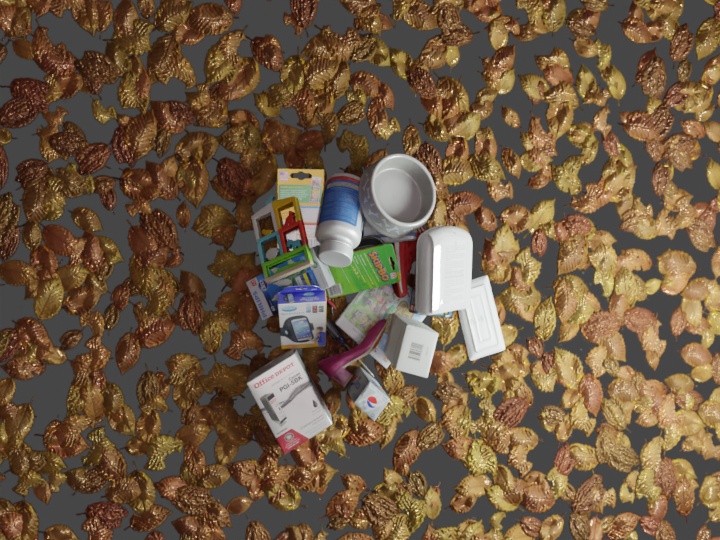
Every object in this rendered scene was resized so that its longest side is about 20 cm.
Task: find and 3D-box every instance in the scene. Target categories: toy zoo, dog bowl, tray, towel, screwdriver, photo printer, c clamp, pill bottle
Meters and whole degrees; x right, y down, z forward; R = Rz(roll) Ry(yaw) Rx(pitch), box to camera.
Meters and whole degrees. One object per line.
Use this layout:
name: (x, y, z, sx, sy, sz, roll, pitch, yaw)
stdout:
toy zoo: (-0.192, -0.088, 1.394, 0.128, 0.020, 0.207, -20, 74, 18)
dog bowl: (0.093, -0.184, 1.387, 0.193, 0.058, 0.208, 5, 76, -21)
tray: (0.315, 0.126, 1.535, 0.104, 0.022, 0.207, -15, 93, -5)
towel: (0.071, -0.167, 1.454, 0.142, 0.024, 0.208, -3, 77, 17)
screwdriver: (-0.032, 0.202, 1.498, 0.029, 0.028, 0.202, -31, 102, 24)
photo printer: (0.203, -0.004, 1.409, 0.163, 0.068, 0.208, -6, 99, -42)
c clamp: (-0.011, 0.005, 1.460, 0.194, 0.027, 0.176, -16, 99, 17)
pill bottle: (-0.046, -0.119, 1.399, 0.108, 0.113, 0.206, 12, 65, -7)

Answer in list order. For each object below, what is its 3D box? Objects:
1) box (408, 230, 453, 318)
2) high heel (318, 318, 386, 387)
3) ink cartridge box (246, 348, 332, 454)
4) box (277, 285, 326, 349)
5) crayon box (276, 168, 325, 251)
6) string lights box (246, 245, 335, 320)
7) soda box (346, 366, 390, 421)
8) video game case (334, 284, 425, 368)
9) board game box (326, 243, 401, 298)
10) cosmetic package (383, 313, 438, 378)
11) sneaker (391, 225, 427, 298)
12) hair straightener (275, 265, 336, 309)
box: (0.195, 0.013, 1.477, 0.134, 0.039, 0.208, 8, 90, -40)
high heel: (-0.018, 0.188, 1.465, 0.095, 0.067, 0.203, 35, 88, 15)
ink cartridge box: (-0.177, 0.322, 1.448, 0.144, 0.083, 0.204, -29, 95, -5)
box: (-0.140, 0.114, 1.405, 0.114, 0.203, 0.042, -3, 49, -6)
crayon box: (-0.149, -0.148, 1.459, 0.121, 0.052, 0.208, 0, 92, -7)
string lights box: (-0.170, 0.030, 1.423, 0.195, 0.059, 0.105, -26, 91, 15)
soda box: (0.014, 0.294, 1.411, 0.068, 0.200, 0.064, 40, 86, -6)
video game case: (0.061, 0.115, 1.504, 0.181, 0.022, 0.202, 40, 86, -6)
board game box: (0.000, 0.000, 1.428, 0.194, 0.030, 0.099, -13, 101, 20)
cosmetic package: (0.117, 0.177, 1.401, 0.082, 0.200, 0.112, 14, 92, -5)
sneaker: (0.133, -0.036, 1.471, 0.111, 0.078, 0.208, -2, 81, -8)
hair straightener: (-0.152, 0.048, 1.463, 0.077, 0.041, 0.200, -43, 91, -5)
